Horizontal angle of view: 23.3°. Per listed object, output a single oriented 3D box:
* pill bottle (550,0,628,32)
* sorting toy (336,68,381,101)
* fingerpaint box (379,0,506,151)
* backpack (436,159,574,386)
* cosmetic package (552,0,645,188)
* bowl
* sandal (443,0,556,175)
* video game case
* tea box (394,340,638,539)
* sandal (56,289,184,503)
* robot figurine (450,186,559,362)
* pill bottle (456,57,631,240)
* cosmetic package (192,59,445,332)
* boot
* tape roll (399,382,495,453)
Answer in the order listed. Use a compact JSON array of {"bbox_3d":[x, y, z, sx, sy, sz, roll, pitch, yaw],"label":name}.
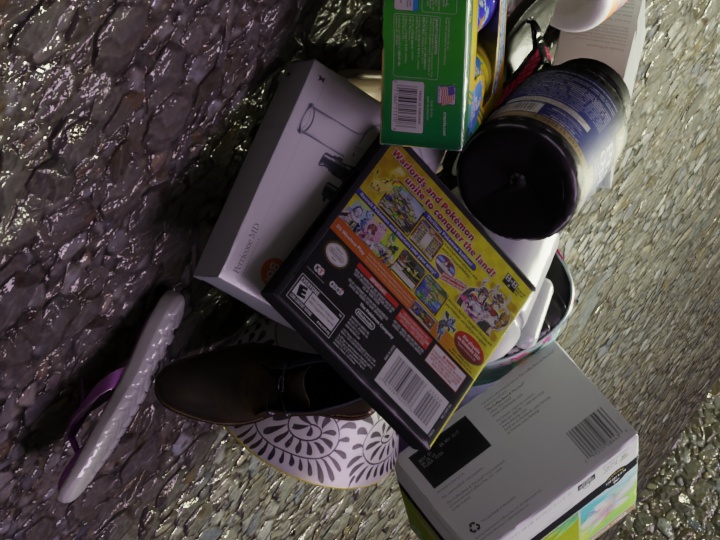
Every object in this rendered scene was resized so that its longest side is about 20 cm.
[{"bbox_3d":[0.249,-0.325,1.705,0.200,0.113,0.113,-40,153,-33],"label":"pill bottle"},{"bbox_3d":[-0.019,-0.104,1.591,0.185,0.036,0.200,-9,135,-60],"label":"sorting toy"},{"bbox_3d":[0.072,-0.216,1.416,0.167,0.073,0.200,-52,146,-65],"label":"fingerpaint box"},{"bbox_3d":[0.106,0.012,1.716,0.177,0.200,0.151,-30,161,-18],"label":"backpack"},{"bbox_3d":[0.241,-0.199,1.811,0.113,0.081,0.200,73,28,-63],"label":"cosmetic package"},{"bbox_3d":[-0.035,0.095,1.600,0.201,0.201,0.094,-20,146,-54],"label":"bowl"},{"bbox_3d":[0.141,-0.169,1.613,0.075,0.045,0.200,-12,132,-56],"label":"sandal"},{"bbox_3d":[0.036,0.017,1.442,0.200,0.025,0.181,46,65,-23],"label":"video game case"},{"bbox_3d":[0.155,0.209,1.709,0.200,0.134,0.197,-35,154,-10],"label":"tea box"},{"bbox_3d":[-0.212,0.103,1.479,0.203,0.050,0.082,-61,175,-18],"label":"sandal"},{"bbox_3d":[0.107,0.001,1.579,0.113,0.170,0.200,-12,-132,57],"label":"robot figurine"},{"bbox_3d":[0.168,-0.114,1.524,0.200,0.112,0.112,-46,160,-54],"label":"pill bottle"},{"bbox_3d":[-0.031,-0.051,1.448,0.151,0.052,0.200,29,76,-27],"label":"cosmetic package"},{"bbox_3d":[-0.074,0.091,1.480,0.097,0.200,0.075,119,-30,-76],"label":"boot"},{"bbox_3d":[0.050,0.107,1.797,0.200,0.200,0.085,-28,145,-48],"label":"tape roll"}]
